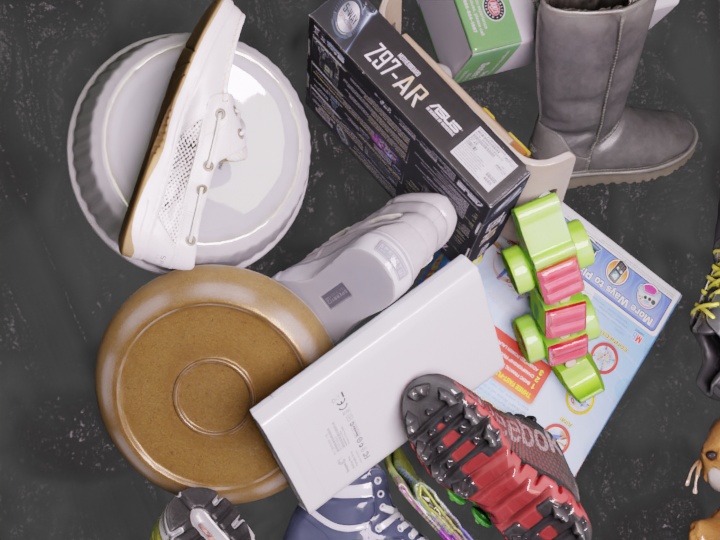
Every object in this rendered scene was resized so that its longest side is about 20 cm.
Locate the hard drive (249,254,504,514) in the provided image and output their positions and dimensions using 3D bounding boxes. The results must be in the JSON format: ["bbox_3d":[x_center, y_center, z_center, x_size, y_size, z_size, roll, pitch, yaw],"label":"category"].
[{"bbox_3d":[0.018,0.090,0.985,0.199,0.027,0.132,-35,139,-12],"label":"hard drive"}]

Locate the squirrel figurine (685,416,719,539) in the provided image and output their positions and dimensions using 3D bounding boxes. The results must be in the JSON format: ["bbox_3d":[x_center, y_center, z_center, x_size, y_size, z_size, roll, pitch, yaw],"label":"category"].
[{"bbox_3d":[0.376,0.214,1.141,0.198,0.141,0.188,-7,79,-30],"label":"squirrel figurine"}]

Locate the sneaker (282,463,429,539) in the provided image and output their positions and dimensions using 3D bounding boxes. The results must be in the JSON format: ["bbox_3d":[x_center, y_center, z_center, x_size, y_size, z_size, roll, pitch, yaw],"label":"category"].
[{"bbox_3d":[0.037,0.223,1.050,0.198,0.070,0.110,17,83,-4],"label":"sneaker"}]

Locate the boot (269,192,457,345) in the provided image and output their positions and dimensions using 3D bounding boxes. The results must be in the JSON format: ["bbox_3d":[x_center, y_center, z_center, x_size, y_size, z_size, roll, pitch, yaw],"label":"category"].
[{"bbox_3d":[0.000,0.000,1.006,0.095,0.199,0.074,-40,100,-35],"label":"boot"}]

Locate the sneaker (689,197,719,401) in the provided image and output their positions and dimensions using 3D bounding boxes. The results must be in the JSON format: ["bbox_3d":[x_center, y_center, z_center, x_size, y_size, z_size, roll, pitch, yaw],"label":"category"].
[{"bbox_3d":[0.339,0.025,1.150,0.084,0.074,0.202,-6,90,-16],"label":"sneaker"}]

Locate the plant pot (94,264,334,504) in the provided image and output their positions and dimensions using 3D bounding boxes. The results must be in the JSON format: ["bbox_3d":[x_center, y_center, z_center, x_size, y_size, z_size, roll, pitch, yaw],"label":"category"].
[{"bbox_3d":[-0.113,0.096,0.998,0.198,0.028,0.202,1,106,2],"label":"plant pot"}]

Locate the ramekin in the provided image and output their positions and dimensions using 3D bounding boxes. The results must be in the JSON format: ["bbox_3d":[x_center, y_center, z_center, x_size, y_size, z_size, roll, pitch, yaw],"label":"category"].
[{"bbox_3d":[-0.129,-0.094,1.010,0.200,0.094,0.205,1,88,-16],"label":"ramekin"}]

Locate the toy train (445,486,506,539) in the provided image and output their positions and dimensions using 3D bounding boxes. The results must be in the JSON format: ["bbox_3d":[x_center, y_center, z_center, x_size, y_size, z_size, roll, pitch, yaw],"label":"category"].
[{"bbox_3d":[0.149,0.227,1.095,0.200,0.056,0.042,42,105,-8],"label":"toy train"}]

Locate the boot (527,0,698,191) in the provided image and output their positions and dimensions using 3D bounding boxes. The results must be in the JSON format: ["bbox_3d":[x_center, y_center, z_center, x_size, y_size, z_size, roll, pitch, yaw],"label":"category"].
[{"bbox_3d":[0.218,-0.164,1.065,0.180,0.073,0.201,-15,135,-17],"label":"boot"}]

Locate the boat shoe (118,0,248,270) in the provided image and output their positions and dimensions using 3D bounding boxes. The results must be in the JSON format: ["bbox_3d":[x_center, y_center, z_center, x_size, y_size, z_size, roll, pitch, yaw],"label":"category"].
[{"bbox_3d":[-0.115,-0.098,0.932,0.069,0.071,0.202,19,91,-15],"label":"boat shoe"}]

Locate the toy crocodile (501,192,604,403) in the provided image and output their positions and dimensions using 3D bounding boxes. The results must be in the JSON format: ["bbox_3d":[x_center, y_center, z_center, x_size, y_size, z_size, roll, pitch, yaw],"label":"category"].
[{"bbox_3d":[0.156,0.024,1.012,0.067,0.062,0.201,-19,129,-4],"label":"toy crocodile"}]

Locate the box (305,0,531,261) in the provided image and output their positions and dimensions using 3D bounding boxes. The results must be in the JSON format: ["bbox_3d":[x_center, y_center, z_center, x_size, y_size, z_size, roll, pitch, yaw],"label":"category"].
[{"bbox_3d":[0.037,-0.106,0.996,0.043,0.160,0.200,-40,79,-13],"label":"box"}]

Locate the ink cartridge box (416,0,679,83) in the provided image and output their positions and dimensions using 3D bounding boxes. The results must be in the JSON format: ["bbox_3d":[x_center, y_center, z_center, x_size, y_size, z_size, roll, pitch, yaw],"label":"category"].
[{"bbox_3d":[0.150,-0.258,1.092,0.198,0.084,0.146,-16,82,-16],"label":"ink cartridge box"}]

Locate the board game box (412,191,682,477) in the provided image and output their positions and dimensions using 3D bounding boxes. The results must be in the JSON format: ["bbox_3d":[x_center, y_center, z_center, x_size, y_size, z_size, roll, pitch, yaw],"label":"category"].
[{"bbox_3d":[0.145,0.046,1.103,0.199,0.056,0.197,36,79,-12],"label":"board game box"}]

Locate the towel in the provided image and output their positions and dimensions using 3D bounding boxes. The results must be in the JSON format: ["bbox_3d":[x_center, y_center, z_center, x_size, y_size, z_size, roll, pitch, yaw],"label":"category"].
[{"bbox_3d":[0.094,0.226,1.037,0.023,0.144,0.200,-42,96,-1],"label":"towel"}]

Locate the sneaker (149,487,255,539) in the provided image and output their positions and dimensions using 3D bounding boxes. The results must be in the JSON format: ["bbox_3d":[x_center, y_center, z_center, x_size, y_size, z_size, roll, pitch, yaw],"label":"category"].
[{"bbox_3d":[-0.094,0.262,1.011,0.078,0.090,0.201,-37,90,-41],"label":"sneaker"}]

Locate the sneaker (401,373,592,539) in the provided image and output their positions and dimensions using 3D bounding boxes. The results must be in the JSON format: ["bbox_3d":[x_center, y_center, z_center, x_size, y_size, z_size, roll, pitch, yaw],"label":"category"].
[{"bbox_3d":[0.105,0.144,1.012,0.071,0.098,0.200,-38,110,23],"label":"sneaker"}]

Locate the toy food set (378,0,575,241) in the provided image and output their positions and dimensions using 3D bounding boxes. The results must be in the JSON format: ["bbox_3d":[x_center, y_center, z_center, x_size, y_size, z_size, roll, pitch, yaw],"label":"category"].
[{"bbox_3d":[0.087,-0.124,1.013,0.060,0.144,0.200,-40,74,-13],"label":"toy food set"}]
